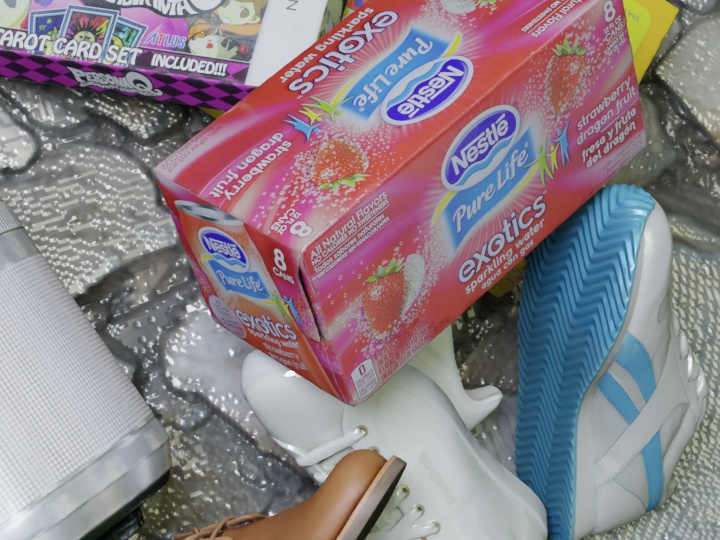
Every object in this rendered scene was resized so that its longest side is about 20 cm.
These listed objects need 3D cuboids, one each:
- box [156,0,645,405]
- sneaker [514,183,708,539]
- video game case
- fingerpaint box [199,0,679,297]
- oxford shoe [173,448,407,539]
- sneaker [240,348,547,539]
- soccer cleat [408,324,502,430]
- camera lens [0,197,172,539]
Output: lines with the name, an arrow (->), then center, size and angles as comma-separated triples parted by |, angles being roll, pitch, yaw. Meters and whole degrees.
box -> 0.023, -0.050, 0.815 | 0.200, 0.096, 0.099 | -40, 46, -23
sneaker -> 0.127, 0.042, 0.910 | 0.080, 0.201, 0.077 | -14, 40, -23
video game case -> -0.097, -0.169, 0.903 | 0.198, 0.036, 0.183 | 10, 67, 13
fingerpaint box -> 0.036, -0.112, 0.956 | 0.199, 0.073, 0.168 | 31, 72, -4
oxford shoe -> -0.056, 0.139, 0.835 | 0.071, 0.200, 0.071 | 45, 27, 3
sneaker -> 0.021, 0.107, 0.866 | 0.200, 0.073, 0.085 | 38, 39, -29
soccer cleat -> 0.000, 0.000, 0.918 | 0.077, 0.069, 0.201 | -28, 101, -1
camera lens -> -0.192, 0.058, 0.816 | 0.160, 0.160, 0.201 | -35, 90, -18
